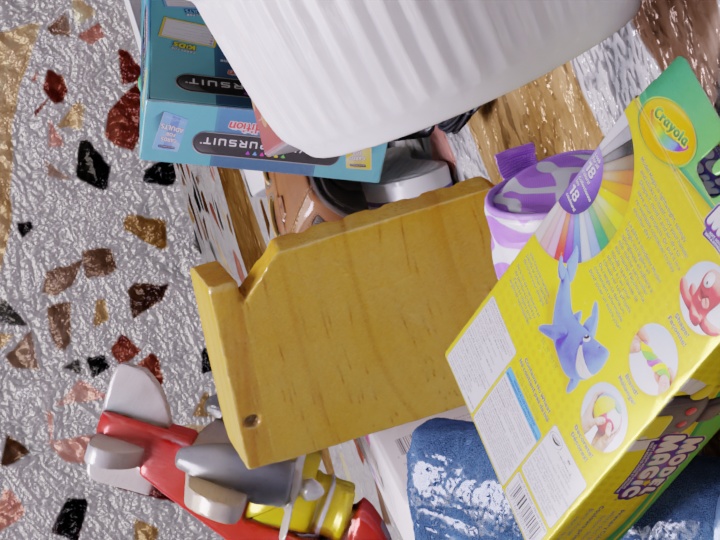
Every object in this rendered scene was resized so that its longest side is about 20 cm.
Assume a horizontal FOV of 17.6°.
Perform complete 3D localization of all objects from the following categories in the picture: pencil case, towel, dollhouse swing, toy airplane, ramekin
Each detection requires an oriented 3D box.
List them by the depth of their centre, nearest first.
[{"bbox_3d":[0.028,-0.129,0.999,0.105,0.200,0.200,65,172,-11],"label":"ramekin"},{"bbox_3d":[0.110,0.130,1.074,0.200,0.049,0.112,7,119,38],"label":"towel"},{"bbox_3d":[0.113,0.042,1.116,0.086,0.084,0.201,-134,31,-65],"label":"pencil case"},{"bbox_3d":[0.000,0.000,1.351,0.176,0.199,0.182,-118,14,-53],"label":"dollhouse swing"},{"bbox_3d":[-0.071,0.116,1.450,0.199,0.141,0.200,29,-168,-46],"label":"toy airplane"}]

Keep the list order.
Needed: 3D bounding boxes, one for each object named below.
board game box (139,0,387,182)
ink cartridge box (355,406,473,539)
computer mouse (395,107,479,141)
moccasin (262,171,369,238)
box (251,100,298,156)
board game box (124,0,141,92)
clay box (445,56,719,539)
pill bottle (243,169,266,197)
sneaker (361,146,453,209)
[{"bbox_3d":[-0.065,-0.137,1.491,0.200,0.150,0.047,-96,14,-53],"label":"board game box"},{"bbox_3d":[0.057,0.088,1.430,0.200,0.116,0.068,-117,11,-52],"label":"ink cartridge box"},{"bbox_3d":[0.048,-0.109,1.424,0.200,0.034,0.059,-171,82,-74],"label":"computer mouse"},{"bbox_3d":[-0.041,-0.083,1.552,0.078,0.074,0.202,-44,42,30],"label":"moccasin"},{"bbox_3d":[-0.012,-0.181,1.311,0.152,0.106,0.201,156,100,-72],"label":"box"},{"bbox_3d":[-0.119,-0.217,1.777,0.026,0.200,0.201,-20,86,39],"label":"board game box"},{"bbox_3d":[0.117,0.018,0.979,0.200,0.047,0.115,-54,46,39],"label":"clay box"},{"bbox_3d":[-0.064,-0.163,1.707,0.113,0.113,0.201,138,115,-80],"label":"pill bottle"},{"bbox_3d":[0.023,-0.019,1.588,0.200,0.072,0.115,-143,34,-75],"label":"sneaker"}]
